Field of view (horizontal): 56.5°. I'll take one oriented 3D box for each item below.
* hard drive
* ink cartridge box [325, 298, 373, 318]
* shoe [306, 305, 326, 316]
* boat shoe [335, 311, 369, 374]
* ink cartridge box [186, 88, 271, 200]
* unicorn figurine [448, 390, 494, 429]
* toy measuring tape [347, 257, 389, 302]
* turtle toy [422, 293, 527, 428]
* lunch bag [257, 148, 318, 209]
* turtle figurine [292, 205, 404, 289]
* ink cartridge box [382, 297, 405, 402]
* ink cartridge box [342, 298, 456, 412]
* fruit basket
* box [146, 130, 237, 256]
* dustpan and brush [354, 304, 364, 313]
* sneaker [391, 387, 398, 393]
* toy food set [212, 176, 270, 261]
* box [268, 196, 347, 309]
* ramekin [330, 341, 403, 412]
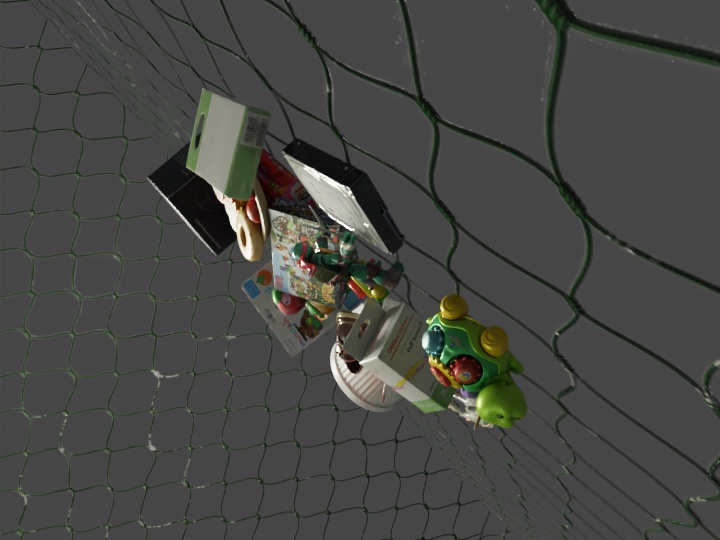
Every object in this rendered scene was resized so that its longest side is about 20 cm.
[{"bbox_3d":[-0.027,-0.110,0.982,0.200,0.038,0.140,35,165,48],"label":"hard drive"},{"bbox_3d":[-0.082,0.069,1.573,0.199,0.045,0.176,-18,123,35],"label":"ink cartridge box"},{"bbox_3d":[-0.082,0.059,1.428,0.199,0.070,0.053,5,147,28],"label":"shoe"},{"bbox_3d":[-0.015,0.147,1.321,0.072,0.072,0.200,9,151,6],"label":"boat shoe"},{"bbox_3d":[-0.224,-0.213,1.110,0.048,0.146,0.200,7,-163,-34],"label":"ink cartridge box"},{"bbox_3d":[0.227,0.270,1.349,0.137,0.074,0.200,27,175,36],"label":"unicorn figurine"},{"bbox_3d":[0.000,0.000,1.240,0.074,0.073,0.200,52,179,-28],"label":"toy measuring tape"},{"bbox_3d":[0.162,0.134,0.954,0.200,0.101,0.146,41,169,31],"label":"turtle toy"},{"bbox_3d":[-0.161,-0.153,1.275,0.200,0.082,0.176,43,165,29],"label":"lunch bag"},{"bbox_3d":[-0.037,-0.024,1.056,0.199,0.101,0.150,23,-173,-32],"label":"turtle figurine"},{"bbox_3d":[0.046,0.160,1.316,0.044,0.177,0.200,14,165,5],"label":"ink cartridge box"},{"bbox_3d":[0.080,0.140,1.151,0.200,0.117,0.067,38,151,-16],"label":"ink cartridge box"},{"bbox_3d":[-0.113,0.040,1.329,0.186,0.200,0.094,54,179,7],"label":"fruit basket"},{"bbox_3d":[-0.314,-0.177,1.462,0.124,0.197,0.200,37,166,42],"label":"box"},{"bbox_3d":[-0.021,0.055,1.454,0.139,0.057,0.200,41,134,-16],"label":"dustpan and brush"},{"bbox_3d":[0.125,0.199,1.278,0.095,0.079,0.200,37,-155,2],"label":"sneaker"},{"bbox_3d":[-0.222,-0.130,1.217,0.198,0.048,0.201,53,155,31],"label":"toy food set"},{"bbox_3d":[-0.092,-0.028,1.208,0.136,0.038,0.201,17,136,15],"label":"box"},{"bbox_3d":[0.042,0.205,1.509,0.199,0.105,0.201,27,-143,-22],"label":"ramekin"}]
